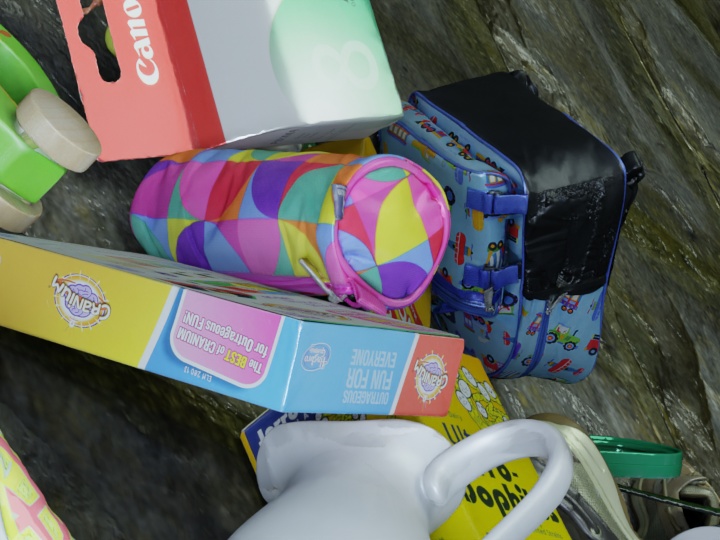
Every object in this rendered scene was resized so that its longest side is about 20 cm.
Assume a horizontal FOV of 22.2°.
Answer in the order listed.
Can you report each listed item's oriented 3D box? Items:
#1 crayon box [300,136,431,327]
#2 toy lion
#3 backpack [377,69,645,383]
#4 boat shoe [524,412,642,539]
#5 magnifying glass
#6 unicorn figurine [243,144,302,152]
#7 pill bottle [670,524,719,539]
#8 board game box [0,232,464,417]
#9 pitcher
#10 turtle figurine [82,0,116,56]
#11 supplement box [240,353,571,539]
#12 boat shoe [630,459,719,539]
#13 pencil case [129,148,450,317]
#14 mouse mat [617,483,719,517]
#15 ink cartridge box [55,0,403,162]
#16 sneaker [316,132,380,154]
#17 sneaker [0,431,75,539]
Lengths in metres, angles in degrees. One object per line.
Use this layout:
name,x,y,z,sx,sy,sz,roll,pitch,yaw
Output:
crayon box,0.000,0.000,1.148,0.200,0.051,0.127,-85,154,-58
toy lion,-0.237,-0.133,0.954,0.200,0.069,0.192,36,18,-34
backpack,0.094,-0.016,1.279,0.134,0.201,0.183,-13,34,-25
boat shoe,0.135,0.181,1.061,0.065,0.073,0.201,-39,98,-43
magnifying glass,0.137,0.121,1.168,0.199,0.079,0.023,7,91,-52
unicorn figurine,-0.072,-0.129,1.244,0.137,0.074,0.201,30,29,-43
pill bottle,0.255,0.231,1.221,0.200,0.111,0.112,39,21,-57
board game box,-0.073,0.025,0.875,0.199,0.041,0.153,14,2,31
pitcher,0.008,0.143,0.824,0.122,0.171,0.200,61,24,-23
turtle figurine,-0.103,-0.164,1.165,0.160,0.065,0.200,-15,57,-31
supplement box,0.038,0.146,0.974,0.109,0.109,0.201,21,36,-52
boat shoe,0.245,0.188,1.382,0.072,0.065,0.200,50,21,-3
pencil case,-0.042,-0.024,0.998,0.088,0.089,0.199,35,-18,-35
mouse mat,0.221,0.158,1.239,0.199,0.008,0.161,14,-4,-13
ink cartridge box,-0.081,-0.153,1.100,0.199,0.050,0.162,-8,77,-40
sneaker,0.024,-0.064,1.375,0.200,0.072,0.083,36,2,-36
sneaker,-0.146,0.116,0.723,0.201,0.078,0.090,64,16,17
